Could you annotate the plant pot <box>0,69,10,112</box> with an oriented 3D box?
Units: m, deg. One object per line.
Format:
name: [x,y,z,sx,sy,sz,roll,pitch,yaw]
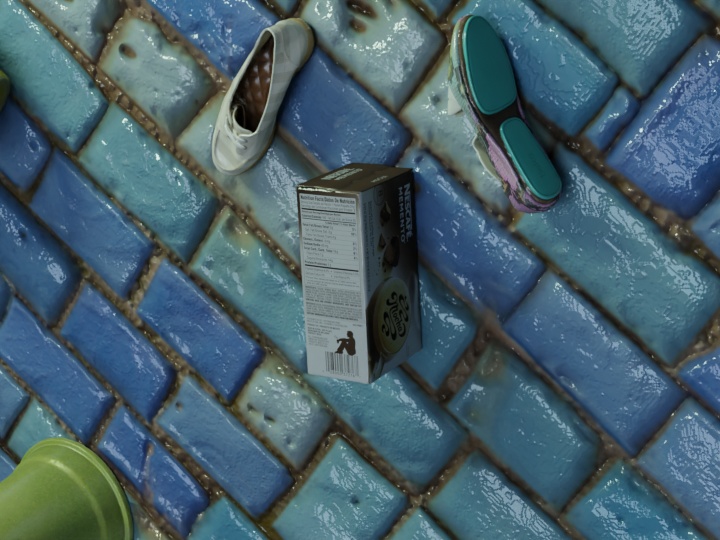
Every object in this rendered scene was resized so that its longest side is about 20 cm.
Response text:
plant pot: [-0.530,-0.229,1.663,0.188,0.201,0.201,35,122,-1]

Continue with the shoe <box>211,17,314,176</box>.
shoe: [-0.116,-0.182,1.488,0.070,0.053,0.200,40,122,15]

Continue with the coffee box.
coffee box: [0.000,0.000,1.439,0.079,0.113,0.201,6,108,30]

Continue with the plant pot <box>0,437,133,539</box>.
plant pot: [-0.422,0.338,1.772,0.199,0.184,0.202,10,110,29]

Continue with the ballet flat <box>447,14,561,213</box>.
ballet flat: [0.126,-0.143,1.348,0.071,0.069,0.201,-24,92,55]
